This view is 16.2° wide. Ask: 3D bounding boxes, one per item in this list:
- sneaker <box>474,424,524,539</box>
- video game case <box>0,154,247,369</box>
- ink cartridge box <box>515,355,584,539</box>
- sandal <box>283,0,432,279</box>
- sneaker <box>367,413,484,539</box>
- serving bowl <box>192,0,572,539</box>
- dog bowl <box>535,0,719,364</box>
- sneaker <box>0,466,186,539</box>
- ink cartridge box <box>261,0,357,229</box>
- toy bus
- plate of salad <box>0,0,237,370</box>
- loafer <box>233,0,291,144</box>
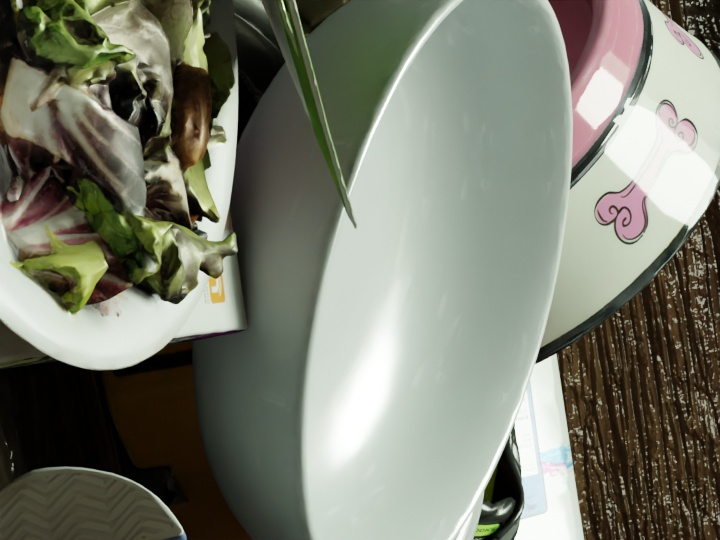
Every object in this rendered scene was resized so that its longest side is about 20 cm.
[{"bbox_3d":[0.033,0.125,1.116,0.083,0.070,0.201,96,1,-77],"label":"sneaker"},{"bbox_3d":[-0.089,-0.076,0.625,0.181,0.036,0.201,-3,85,-71],"label":"video game case"},{"bbox_3d":[0.034,0.110,1.250,0.145,0.087,0.201,-31,-120,56],"label":"ink cartridge box"},{"bbox_3d":[-0.037,-0.069,0.929,0.200,0.082,0.055,49,-24,28],"label":"sandal"},{"bbox_3d":[-0.009,0.154,0.864,0.200,0.077,0.112,-57,161,-33],"label":"sneaker"},{"bbox_3d":[0.000,0.000,0.793,0.200,0.066,0.201,13,90,-68],"label":"serving bowl"},{"bbox_3d":[0.040,-0.049,0.981,0.074,0.200,0.201,51,22,-33],"label":"dog bowl"},{"bbox_3d":[-0.047,0.149,0.663,0.115,0.080,0.200,28,52,-81],"label":"sneaker"},{"bbox_3d":[-0.005,-0.133,0.642,0.200,0.075,0.148,-109,-177,-45],"label":"ink cartridge box"},{"bbox_3d":[-0.044,0.062,0.935,0.200,0.065,0.079,71,10,-60],"label":"toy bus"},{"bbox_3d":[-0.062,-0.078,0.576,0.200,0.048,0.201,-9,90,-70],"label":"plate of salad"},{"bbox_3d":[-0.073,-0.066,0.786,0.200,0.073,0.072,52,43,-46],"label":"loafer"}]
